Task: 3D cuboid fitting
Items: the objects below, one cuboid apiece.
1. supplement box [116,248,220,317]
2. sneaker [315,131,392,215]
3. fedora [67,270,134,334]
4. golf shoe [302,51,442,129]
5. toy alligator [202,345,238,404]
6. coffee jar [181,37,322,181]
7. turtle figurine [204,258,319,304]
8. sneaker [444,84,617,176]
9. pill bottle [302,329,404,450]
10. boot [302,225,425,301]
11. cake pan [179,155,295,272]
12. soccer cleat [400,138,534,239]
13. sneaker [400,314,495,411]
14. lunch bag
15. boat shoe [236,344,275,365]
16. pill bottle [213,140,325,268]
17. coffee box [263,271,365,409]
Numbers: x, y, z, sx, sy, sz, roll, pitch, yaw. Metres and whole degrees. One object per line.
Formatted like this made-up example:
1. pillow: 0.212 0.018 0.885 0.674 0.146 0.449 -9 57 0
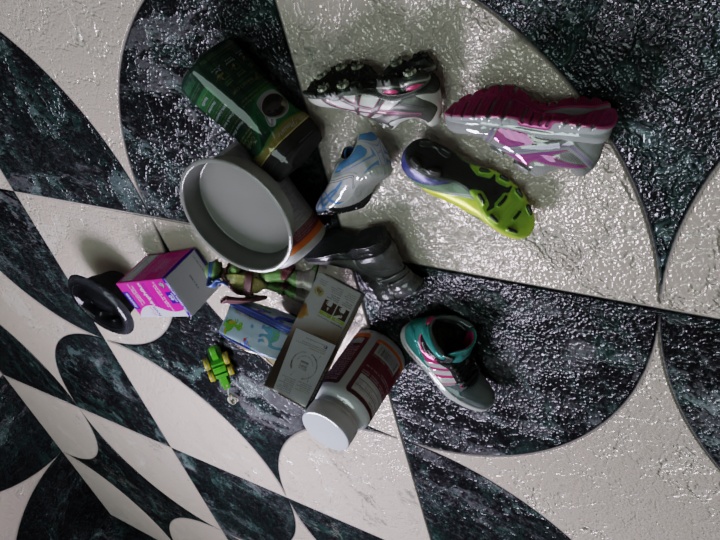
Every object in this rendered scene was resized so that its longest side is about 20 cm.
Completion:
1. supplement box: -0.409 0.029 1.461 0.199 0.104 0.102 -4 126 44
2. sneaker: -0.014 -0.135 1.011 0.200 0.071 0.073 -37 66 58
3. fedora: -0.603 0.061 1.659 0.199 0.092 0.202 23 139 21
4. golf shoe: 0.012 -0.220 0.888 0.198 0.078 0.089 8 140 35
5. toy alligator: -0.334 0.240 1.653 0.054 0.059 0.201 -117 12 -48
6. coffee jar: -0.153 -0.227 0.990 0.200 0.104 0.085 45 141 -6
7. turtle figurine: -0.169 -0.021 1.236 0.192 0.201 0.145 16 118 -3
8. sneaker: 0.190 -0.154 0.800 0.198 0.081 0.089 17 136 27
9. pill bottle: -0.012 0.213 1.234 0.113 0.200 0.115 22 140 20
10. boot: 0.000 0.000 1.127 0.199 0.070 0.132 2 138 47
11. cake pan: -0.179 -0.087 1.029 0.198 0.037 0.202 19 136 20
12. soccer cleat: 0.143 -0.108 0.916 0.199 0.065 0.084 33 172 2
13. sneaker: 0.164 0.145 1.123 0.200 0.084 0.121 42 152 -2
14. lunch bag: -0.147 0.121 1.275 0.160 0.083 0.199 22 178 32
15. boat shoe: -0.195 0.140 1.434 0.199 0.072 0.073 27 112 32
16. pill bottle: -0.153 -0.111 1.102 0.109 0.110 0.201 -17 117 47
17. coffee box: -0.071 0.111 1.124 0.079 0.202 0.114 26 179 5
